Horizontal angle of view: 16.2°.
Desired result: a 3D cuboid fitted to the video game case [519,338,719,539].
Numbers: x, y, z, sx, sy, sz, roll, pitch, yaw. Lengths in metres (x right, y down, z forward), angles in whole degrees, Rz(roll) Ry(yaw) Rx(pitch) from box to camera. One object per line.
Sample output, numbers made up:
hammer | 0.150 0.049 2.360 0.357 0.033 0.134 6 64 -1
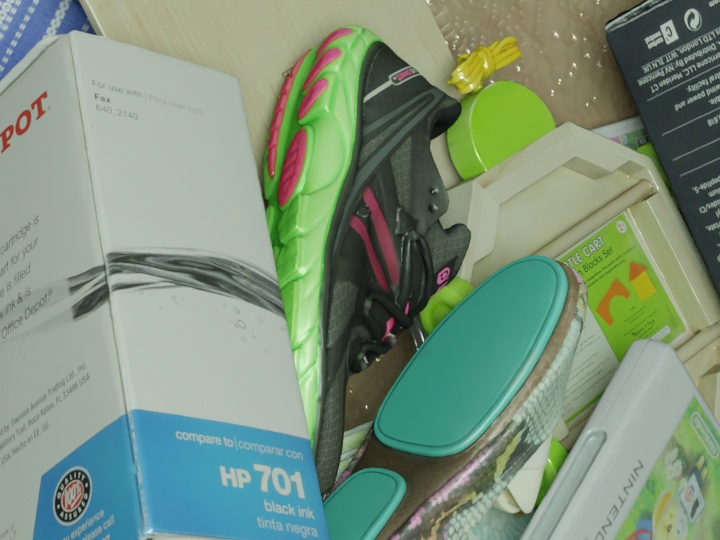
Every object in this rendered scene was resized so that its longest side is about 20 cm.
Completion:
video game case | 0.117 0.159 1.018 0.182 0.022 0.200 -57 132 -26

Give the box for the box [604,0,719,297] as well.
box | 0.219 -0.046 1.067 0.148 0.104 0.200 -20 87 -40

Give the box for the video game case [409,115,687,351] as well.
video game case | 0.101 0.043 1.107 0.143 0.018 0.200 -17 87 -12

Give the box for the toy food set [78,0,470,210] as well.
toy food set | -0.039 -0.075 1.035 0.143 0.060 0.200 -34 105 -29

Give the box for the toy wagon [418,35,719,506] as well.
toy wagon | 0.088 -0.001 1.049 0.155 0.040 0.200 -32 96 -38

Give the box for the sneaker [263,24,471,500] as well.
sneaker | 0.000 0.000 0.953 0.084 0.077 0.200 22 64 -19

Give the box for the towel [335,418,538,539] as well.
towel | 0.037 0.151 1.013 0.171 0.048 0.200 -19 89 -42

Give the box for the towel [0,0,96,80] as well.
towel | -0.102 -0.022 1.043 0.200 0.024 0.145 28 85 -22

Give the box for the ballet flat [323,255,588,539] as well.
ballet flat | 0.028 0.086 0.951 0.200 0.069 0.071 -52 125 -20

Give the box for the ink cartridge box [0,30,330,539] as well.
ink cartridge box | -0.099 0.039 0.912 0.086 0.146 0.200 13 54 -37
